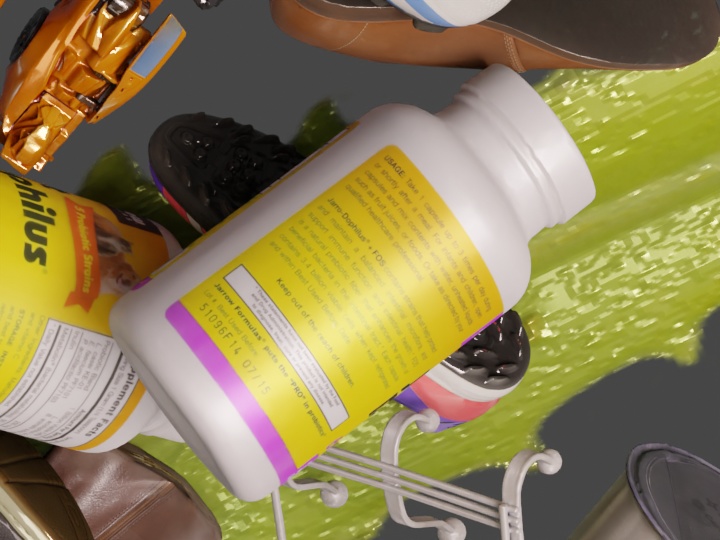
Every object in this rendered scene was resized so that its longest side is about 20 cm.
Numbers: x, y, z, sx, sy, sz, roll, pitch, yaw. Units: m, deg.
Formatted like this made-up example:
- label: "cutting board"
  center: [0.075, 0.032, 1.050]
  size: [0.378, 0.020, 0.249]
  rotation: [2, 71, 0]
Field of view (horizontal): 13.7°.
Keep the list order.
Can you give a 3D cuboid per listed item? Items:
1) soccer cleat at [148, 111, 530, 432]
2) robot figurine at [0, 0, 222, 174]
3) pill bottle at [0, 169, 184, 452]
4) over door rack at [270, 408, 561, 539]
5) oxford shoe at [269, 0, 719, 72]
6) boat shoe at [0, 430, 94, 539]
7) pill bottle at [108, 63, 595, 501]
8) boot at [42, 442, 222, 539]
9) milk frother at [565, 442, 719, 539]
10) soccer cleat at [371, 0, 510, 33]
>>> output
- label: "soccer cleat"
  center: [-0.020, 0.005, 1.362]
  size: [0.200, 0.068, 0.073]
  rotation: [34, 138, -9]
- label: "robot figurine"
  center: [-0.116, -0.143, 1.289]
  size: [0.145, 0.058, 0.200]
  rotation: [34, 113, -18]
- label: "pill bottle"
  center: [-0.150, 0.015, 1.320]
  size: [0.200, 0.109, 0.109]
  rotation: [18, 118, -34]
- label: "over door rack"
  center: [0.025, 0.153, 1.374]
  size: [0.147, 0.067, 0.201]
  rotation: [16, 115, 34]
- label: "oxford shoe"
  center: [0.057, -0.116, 1.304]
  size: [0.199, 0.072, 0.071]
  rotation: [8, 155, -11]
- label: "boat shoe"
  center: [-0.202, 0.079, 1.366]
  size: [0.200, 0.073, 0.065]
  rotation: [45, 99, 13]
- label: "pill bottle"
  center: [0.000, 0.000, 1.266]
  size: [0.200, 0.104, 0.104]
  rotation: [-37, 113, -8]
- label: "boot"
  center: [-0.188, 0.126, 1.424]
  size: [0.186, 0.064, 0.200]
  rotation: [37, 115, -28]
- label: "milk frother"
  center: [0.159, 0.212, 1.436]
  size: [0.200, 0.181, 0.188]
  rotation: [6, 129, -52]
- label: "soccer cleat"
  center: [-0.017, -0.164, 1.203]
  size: [0.199, 0.070, 0.086]
  rotation: [22, 150, -16]
